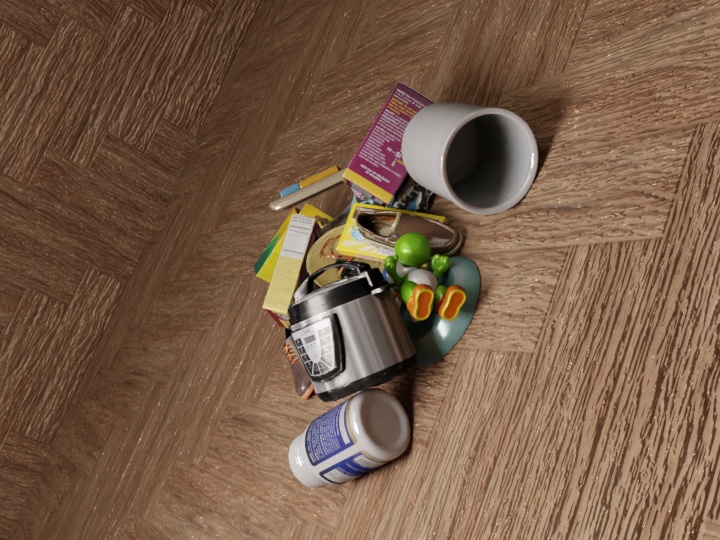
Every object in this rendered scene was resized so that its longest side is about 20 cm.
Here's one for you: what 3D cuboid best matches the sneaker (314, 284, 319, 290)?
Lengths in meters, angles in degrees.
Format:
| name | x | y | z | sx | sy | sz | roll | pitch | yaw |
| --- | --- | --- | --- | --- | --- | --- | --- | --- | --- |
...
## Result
| name | x | y | z | sx | sy | sz | roll | pitch | yaw |
| --- | --- | --- | --- | --- | --- | --- | --- | --- | --- |
| sneaker | -0.060 | 0.014 | 1.799 | 0.199 | 0.073 | 0.071 | -28 | 31 | 36 |

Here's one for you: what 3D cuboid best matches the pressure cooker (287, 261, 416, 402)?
| name | x | y | z | sx | sy | sz | roll | pitch | yaw |
| --- | --- | --- | --- | --- | --- | --- | --- | --- | --- |
| pressure cooker | -0.021 | 0.088 | 1.364 | 0.175 | 0.201 | 0.179 | -20 | -3 | -8 |

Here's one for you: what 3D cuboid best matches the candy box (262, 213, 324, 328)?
| name | x | y | z | sx | sy | sz | roll | pitch | yaw |
| --- | --- | --- | --- | --- | --- | --- | --- | --- | --- |
| candy box | -0.125 | 0.005 | 1.712 | 0.117 | 0.056 | 0.201 | 63 | -139 | -66 |

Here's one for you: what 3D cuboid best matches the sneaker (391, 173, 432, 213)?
| name | x | y | z | sx | sy | sz | roll | pitch | yaw |
| --- | --- | --- | --- | --- | --- | --- | --- | --- | --- |
| sneaker | 0.112 | -0.177 | 1.653 | 0.200 | 0.078 | 0.090 | -55 | 23 | 12 |

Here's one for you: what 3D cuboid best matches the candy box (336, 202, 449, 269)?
| name | x | y | z | sx | sy | sz | roll | pitch | yaw |
| --- | --- | --- | --- | --- | --- | --- | --- | --- | --- |
| candy box | 0.057 | -0.063 | 1.590 | 0.199 | 0.026 | 0.103 | 11 | 74 | 32 |

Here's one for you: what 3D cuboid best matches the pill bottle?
| name | x | y | z | sx | sy | sz | roll | pitch | yaw |
| --- | --- | --- | --- | --- | --- | --- | --- | --- | --- |
| pill bottle | -0.023 | 0.275 | 1.392 | 0.200 | 0.115 | 0.116 | -36 | 35 | 41 |

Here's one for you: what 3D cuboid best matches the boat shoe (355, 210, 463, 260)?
| name | x | y | z | sx | sy | sz | roll | pitch | yaw |
| --- | --- | --- | --- | --- | --- | --- | --- | --- | --- |
| boat shoe | 0.078 | -0.066 | 1.515 | 0.201 | 0.075 | 0.075 | 7 | 69 | 32 |

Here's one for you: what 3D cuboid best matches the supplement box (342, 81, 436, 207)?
| name | x | y | z | sx | sy | sz | roll | pitch | yaw |
| --- | --- | --- | --- | --- | --- | --- | --- | --- | --- |
| supplement box | 0.057 | -0.228 | 1.602 | 0.201 | 0.103 | 0.131 | -59 | 1 | 2 |

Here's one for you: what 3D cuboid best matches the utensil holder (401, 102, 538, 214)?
| name | x | y | z | sx | sy | sz | roll | pitch | yaw |
| --- | --- | --- | --- | --- | --- | --- | --- | --- | --- |
| utensil holder | 0.174 | -0.193 | 1.451 | 0.171 | 0.169 | 0.200 | -59 | 23 | 3 |

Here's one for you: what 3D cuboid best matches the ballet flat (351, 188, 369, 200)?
| name | x | y | z | sx | sy | sz | roll | pitch | yaw |
| --- | --- | --- | --- | --- | --- | --- | --- | --- | --- |
| ballet flat | 0.056 | -0.227 | 1.736 | 0.200 | 0.071 | 0.069 | -45 | 41 | 2 |

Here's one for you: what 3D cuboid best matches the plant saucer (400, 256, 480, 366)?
| name | x | y | z | sx | sy | sz | roll | pitch | yaw |
| --- | --- | --- | --- | --- | --- | --- | --- | --- | --- |
| plant saucer | 0.118 | 0.059 | 1.445 | 0.200 | 0.036 | 0.201 | -42 | 31 | 34 |

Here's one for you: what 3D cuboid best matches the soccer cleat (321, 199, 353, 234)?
| name | x | y | z | sx | sy | sz | roll | pitch | yaw |
| --- | --- | --- | --- | --- | --- | --- | --- | --- | --- |
| soccer cleat | -0.048 | -0.084 | 1.843 | 0.201 | 0.085 | 0.069 | -62 | 25 | -1 |

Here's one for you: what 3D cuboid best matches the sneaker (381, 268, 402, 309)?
| name | x | y | z | sx | sy | sz | roll | pitch | yaw |
| --- | --- | --- | --- | --- | --- | --- | --- | --- | --- |
| sneaker | 0.004 | 0.071 | 1.497 | 0.077 | 0.111 | 0.201 | 175 | 111 | -76 |

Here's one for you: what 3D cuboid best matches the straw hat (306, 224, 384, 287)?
| name | x | y | z | sx | sy | sz | roll | pitch | yaw |
| --- | --- | --- | --- | --- | --- | --- | --- | --- | --- |
| straw hat | 0.000 | 0.000 | 1.656 | 0.200 | 0.085 | 0.202 | -10 | 42 | 9 |

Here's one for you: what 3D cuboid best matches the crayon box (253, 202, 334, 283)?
| name | x | y | z | sx | sy | sz | roll | pitch | yaw |
| --- | --- | --- | --- | --- | --- | --- | --- | --- | --- |
| crayon box | -0.128 | -0.048 | 1.909 | 0.200 | 0.127 | 0.051 | -53 | 27 | 14 |

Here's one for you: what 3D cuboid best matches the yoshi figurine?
| name | x | y | z | sx | sy | sz | roll | pitch | yaw |
| --- | --- | --- | --- | --- | --- | --- | --- | --- | --- |
| yoshi figurine | 0.093 | 0.000 | 1.394 | 0.112 | 0.113 | 0.200 | -35 | 28 | -3 |

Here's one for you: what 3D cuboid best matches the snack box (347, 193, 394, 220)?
| name | x | y | z | sx | sy | sz | roll | pitch | yaw |
| --- | --- | --- | --- | --- | --- | --- | --- | --- | --- |
| snack box | 0.040 | -0.164 | 1.785 | 0.116 | 0.037 | 0.201 | -15 | 49 | 36 |

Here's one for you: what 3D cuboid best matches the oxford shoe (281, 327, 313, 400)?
| name | x | y | z | sx | sy | sz | roll | pitch | yaw |
| --- | --- | --- | --- | --- | --- | --- | --- | --- | --- |
| oxford shoe | -0.127 | 0.176 | 1.736 | 0.071 | 0.072 | 0.200 | -48 | 28 | 24 |

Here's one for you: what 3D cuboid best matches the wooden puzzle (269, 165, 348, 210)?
| name | x | y | z | sx | sy | sz | roll | pitch | yaw |
| --- | --- | --- | --- | --- | --- | --- | --- | --- | --- |
| wooden puzzle | -0.094 | -0.177 | 1.822 | 0.184 | 0.037 | 0.200 | -24 | 4 | 6 |
